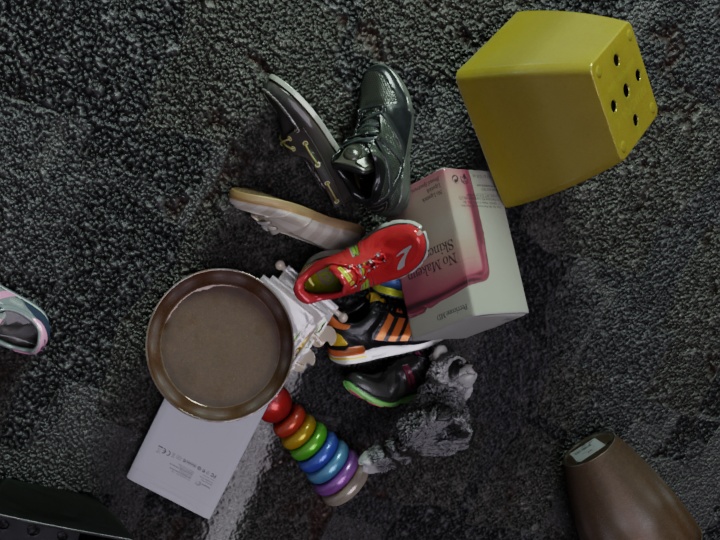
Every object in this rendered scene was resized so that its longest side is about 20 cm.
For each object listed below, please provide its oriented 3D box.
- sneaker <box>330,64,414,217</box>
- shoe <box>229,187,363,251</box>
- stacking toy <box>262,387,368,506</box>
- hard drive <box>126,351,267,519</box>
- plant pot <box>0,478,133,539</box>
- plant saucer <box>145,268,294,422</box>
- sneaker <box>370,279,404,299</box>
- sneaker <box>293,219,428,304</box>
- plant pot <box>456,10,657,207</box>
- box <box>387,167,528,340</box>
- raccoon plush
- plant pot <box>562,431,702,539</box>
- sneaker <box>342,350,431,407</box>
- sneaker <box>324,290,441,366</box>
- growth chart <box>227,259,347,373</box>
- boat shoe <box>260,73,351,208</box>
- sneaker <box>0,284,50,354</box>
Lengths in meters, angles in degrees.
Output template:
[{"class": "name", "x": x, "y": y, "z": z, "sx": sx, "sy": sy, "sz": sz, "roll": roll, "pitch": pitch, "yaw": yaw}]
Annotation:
[{"class": "sneaker", "x": 0.016, "y": -0.177, "z": 1.612, "sx": 0.114, "sy": 0.075, "sz": 0.203, "roll": 13, "pitch": 77, "yaw": -60}, {"class": "shoe", "x": -0.087, "y": -0.062, "z": 1.660, "sx": 0.198, "sy": 0.070, "sz": 0.054, "roll": 18, "pitch": 93, "yaw": -24}, {"class": "stacking toy", "x": -0.078, "y": 0.240, "z": 1.758, "sx": 0.085, "sy": 0.085, "sz": 0.200, "roll": -42, "pitch": 110, "yaw": -1}, {"class": "hard drive", "x": -0.221, "y": 0.225, "z": 1.703, "sx": 0.131, "sy": 0.027, "sz": 0.202, "roll": 27, "pitch": 104, "yaw": -4}, {"class": "plant pot", "x": -0.428, "y": 0.384, "z": 1.632, "sx": 0.197, "sy": 0.177, "sz": 0.202, "roll": 16, "pitch": 101, "yaw": -23}, {"class": "plant saucer", "x": -0.187, "y": 0.100, "z": 1.653, "sx": 0.197, "sy": 0.034, "sz": 0.204, "roll": 1, "pitch": 85, "yaw": -7}, {"class": "sneaker", "x": 0.111, "y": 0.005, "z": 1.750, "sx": 0.197, "sy": 0.066, "sz": 0.080, "roll": 10, "pitch": 100, "yaw": -20}, {"class": "sneaker", "x": 0.000, "y": 0.000, "z": 1.617, "sx": 0.198, "sy": 0.085, "sz": 0.078, "roll": -24, "pitch": 101, "yaw": 24}, {"class": "plant pot", "x": 0.271, "y": -0.224, "z": 1.623, "sx": 0.200, "sy": 0.175, "sz": 0.202, "roll": -47, "pitch": 121, "yaw": -41}, {"class": "box", "x": 0.125, "y": -0.020, "z": 1.654, "sx": 0.108, "sy": 0.127, "sz": 0.203, "roll": 0, "pitch": 73, "yaw": -42}, {"class": "raccoon plush", "x": 0.076, "y": 0.185, "z": 1.728, "sx": 0.197, "sy": 0.135, "sz": 0.097, "roll": -17, "pitch": 138, "yaw": 13}, {"class": "plant pot", "x": 0.395, "y": 0.357, "z": 1.909, "sx": 0.185, "sy": 0.187, "sz": 0.202, "roll": -32, "pitch": 99, "yaw": -6}, {"class": "sneaker", "x": 0.062, "y": 0.148, "z": 1.781, "sx": 0.197, "sy": 0.077, "sz": 0.085, "roll": -1, "pitch": 102, "yaw": -28}, {"class": "sneaker", "x": 0.044, "y": 0.067, "z": 1.744, "sx": 0.197, "sy": 0.070, "sz": 0.091, "roll": -15, "pitch": 114, "yaw": -11}, {"class": "growth chart", "x": -0.126, "y": 0.089, "z": 1.697, "sx": 0.200, "sy": 0.018, "sz": 0.145, "roll": -42, "pitch": 99, "yaw": 3}, {"class": "boat shoe", "x": -0.069, "y": -0.167, "z": 1.632, "sx": 0.061, "sy": 0.072, "sz": 0.202, "roll": -43, "pitch": 117, "yaw": -5}, {"class": "sneaker", "x": -0.480, "y": 0.045, "z": 1.559, "sx": 0.198, "sy": 0.082, "sz": 0.071, "roll": 25, "pitch": 98, "yaw": -23}]
